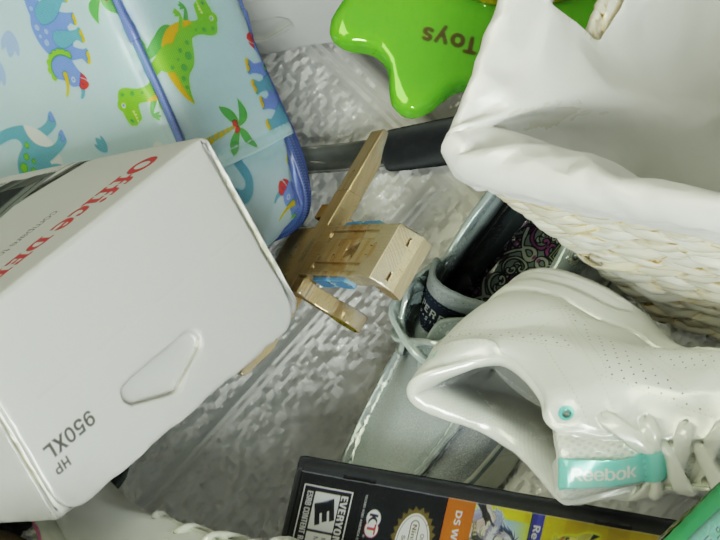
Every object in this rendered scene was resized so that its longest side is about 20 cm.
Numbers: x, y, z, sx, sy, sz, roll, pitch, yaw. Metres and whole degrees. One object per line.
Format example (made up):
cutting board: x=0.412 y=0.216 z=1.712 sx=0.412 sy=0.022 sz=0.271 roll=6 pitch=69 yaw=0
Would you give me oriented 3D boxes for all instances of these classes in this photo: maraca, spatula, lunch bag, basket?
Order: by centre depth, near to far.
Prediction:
basket: x=0.174 y=-0.077 z=0.978 sx=0.200 sy=0.161 sz=0.199 roll=12 pitch=73 yaw=41
maraca: x=0.057 y=-0.144 z=1.079 sx=0.137 sy=0.107 sz=0.201 roll=9 pitch=67 yaw=3
lunch bag: x=-0.119 y=-0.084 z=1.186 sx=0.161 sy=0.082 sz=0.200 roll=-19 pitch=98 yaw=43
spatula: x=-0.006 y=-0.050 z=1.192 sx=0.200 sy=0.021 sz=0.057 roll=-7 pitch=82 yaw=30

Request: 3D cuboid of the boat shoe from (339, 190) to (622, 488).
boat shoe: x=0.045 y=0.016 z=1.083 sx=0.201 sy=0.071 sz=0.070 roll=-53 pitch=48 yaw=3

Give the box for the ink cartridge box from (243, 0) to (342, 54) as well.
ink cartridge box: x=-0.044 y=-0.204 z=1.269 sx=0.147 sy=0.086 sz=0.200 roll=-9 pitch=59 yaw=33

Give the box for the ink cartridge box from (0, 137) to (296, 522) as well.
ink cartridge box: x=-0.145 y=0.028 z=1.100 sx=0.200 sy=0.084 sz=0.145 roll=-8 pitch=27 yaw=48

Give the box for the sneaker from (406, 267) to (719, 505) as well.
sneaker: x=0.107 y=0.058 z=0.964 sx=0.200 sy=0.088 sz=0.075 roll=14 pitch=118 yaw=37

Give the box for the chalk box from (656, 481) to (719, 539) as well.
chalk box: x=0.127 y=0.157 z=0.853 sx=0.124 sy=0.200 sz=0.125 roll=-45 pitch=47 yaw=7

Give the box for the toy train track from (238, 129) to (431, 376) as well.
toy train track: x=0.000 y=0.000 z=1.101 sx=0.115 sy=0.032 sz=0.200 roll=-60 pitch=10 yaw=-6

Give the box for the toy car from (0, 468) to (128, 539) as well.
toy car: x=-0.146 y=0.166 z=1.127 sx=0.164 sy=0.158 sz=0.200 roll=-35 pitch=23 yaw=30

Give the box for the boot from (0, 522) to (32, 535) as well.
boot: x=-0.214 y=0.064 z=1.257 sx=0.200 sy=0.077 sz=0.139 roll=-21 pitch=49 yaw=25

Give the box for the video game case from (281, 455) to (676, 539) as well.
video game case: x=0.031 y=0.177 z=1.010 sx=0.180 sy=0.025 sz=0.201 roll=7 pitch=81 yaw=40

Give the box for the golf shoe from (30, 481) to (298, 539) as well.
golf shoe: x=-0.043 y=0.126 z=1.030 sx=0.092 sy=0.075 sz=0.200 roll=-49 pitch=59 yaw=4
